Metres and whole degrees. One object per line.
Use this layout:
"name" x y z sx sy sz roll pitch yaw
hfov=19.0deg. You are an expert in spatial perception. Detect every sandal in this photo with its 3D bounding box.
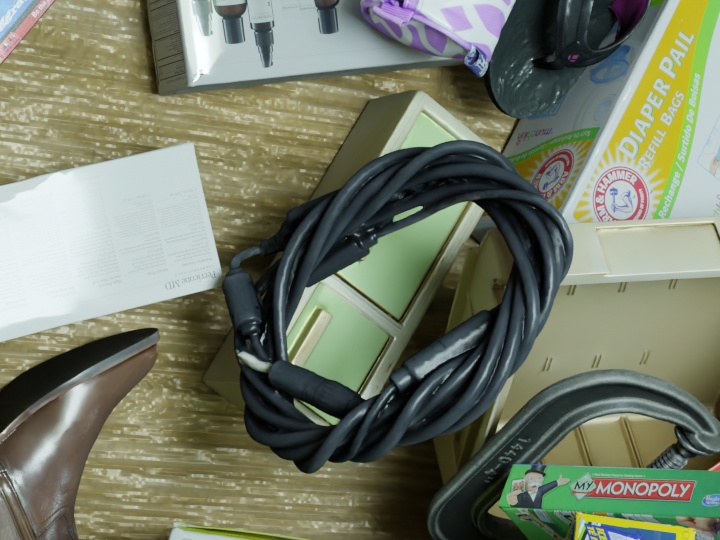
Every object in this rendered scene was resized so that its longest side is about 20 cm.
"sandal" 0.143 -0.171 1.237 0.075 0.048 0.201 36 95 -34

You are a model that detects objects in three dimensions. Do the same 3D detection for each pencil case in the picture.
"pencil case" 0.064 -0.211 1.184 0.085 0.084 0.201 29 81 -53

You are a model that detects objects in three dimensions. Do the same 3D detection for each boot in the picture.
"boot" -0.144 0.155 1.165 0.186 0.064 0.201 -34 106 -24

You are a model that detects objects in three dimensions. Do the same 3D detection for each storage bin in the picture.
"storage bin" 0.151 0.064 1.213 0.199 0.199 0.094 -3 51 -13

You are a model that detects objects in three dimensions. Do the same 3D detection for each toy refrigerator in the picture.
"toy refrigerator" 0.000 0.000 1.236 0.076 0.070 0.200 38 73 -21

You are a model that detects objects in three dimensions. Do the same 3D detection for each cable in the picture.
"cable" 0.017 0.017 1.116 0.051 0.199 0.164 45 33 -48

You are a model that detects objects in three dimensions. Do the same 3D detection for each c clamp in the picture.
"c clamp" 0.128 0.119 1.185 0.170 0.200 0.027 13 46 -23

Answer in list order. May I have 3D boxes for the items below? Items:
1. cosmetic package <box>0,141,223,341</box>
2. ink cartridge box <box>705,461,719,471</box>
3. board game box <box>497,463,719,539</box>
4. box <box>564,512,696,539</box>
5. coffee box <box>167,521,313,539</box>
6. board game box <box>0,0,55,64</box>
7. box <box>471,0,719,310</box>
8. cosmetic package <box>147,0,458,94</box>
"cosmetic package" -0.178 -0.008 1.155 0.199 0.051 0.083 -14 92 -26
"ink cartridge box" 0.250 0.150 1.226 0.109 0.050 0.200 -34 148 -4
"board game box" 0.178 0.168 1.156 0.200 0.134 0.029 49 52 -41
"box" 0.125 0.198 1.133 0.064 0.200 0.070 8 61 0
"coffee box" -0.014 0.242 1.114 0.199 0.200 0.199 10 83 0
"board game box" -0.179 -0.215 1.181 0.103 0.019 0.200 43 71 -18
"box" 0.168 -0.084 1.301 0.101 0.112 0.201 34 75 -23
"cosmetic package" -0.021 -0.152 1.233 0.199 0.051 0.083 -9 94 -28
